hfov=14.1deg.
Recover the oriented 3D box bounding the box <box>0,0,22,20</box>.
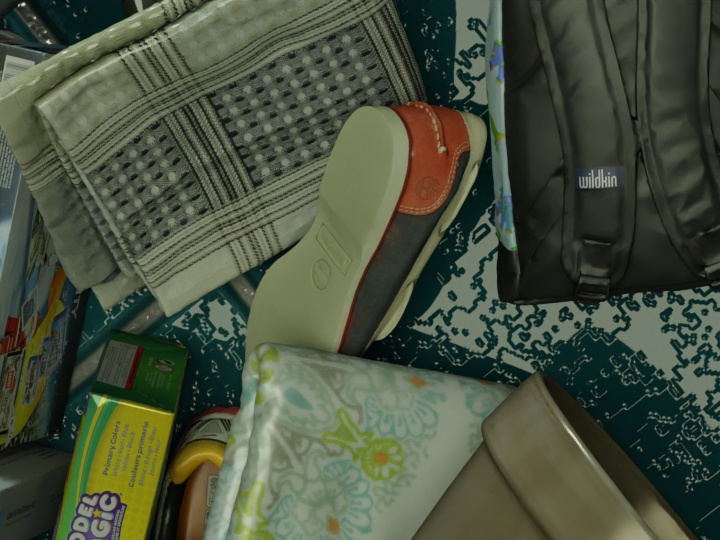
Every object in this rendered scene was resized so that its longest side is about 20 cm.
[{"bbox_3d":[-0.261,-0.153,1.431,0.200,0.107,0.148,-38,105,21],"label":"box"}]

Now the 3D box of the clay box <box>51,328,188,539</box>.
[{"bbox_3d":[-0.131,0.142,1.449,0.047,0.115,0.201,14,104,-3],"label":"clay box"}]

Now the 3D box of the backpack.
[{"bbox_3d":[0.130,-0.102,1.398,0.162,0.154,0.201,-9,114,12],"label":"backpack"}]

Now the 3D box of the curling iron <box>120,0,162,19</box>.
[{"bbox_3d":[-0.102,-0.132,1.481,0.049,0.025,0.201,-25,85,47],"label":"curling iron"}]

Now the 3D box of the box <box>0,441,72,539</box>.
[{"bbox_3d":[-0.255,0.089,1.458,0.199,0.156,0.041,16,95,9],"label":"box"}]

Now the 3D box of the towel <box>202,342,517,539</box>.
[{"bbox_3d":[0.004,0.145,1.429,0.170,0.048,0.201,10,96,-29],"label":"towel"}]

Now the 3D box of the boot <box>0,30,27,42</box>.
[{"bbox_3d":[-0.228,-0.033,1.422,0.072,0.200,0.183,28,98,6],"label":"boot"}]

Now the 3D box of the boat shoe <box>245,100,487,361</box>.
[{"bbox_3d":[0.000,0.000,1.439,0.071,0.062,0.201,53,132,36],"label":"boat shoe"}]

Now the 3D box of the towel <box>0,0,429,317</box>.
[{"bbox_3d":[-0.064,-0.064,1.390,0.199,0.193,0.035,-26,56,-2],"label":"towel"}]

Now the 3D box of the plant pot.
[{"bbox_3d":[0.082,0.176,1.360,0.173,0.200,0.200,-40,87,7],"label":"plant pot"}]

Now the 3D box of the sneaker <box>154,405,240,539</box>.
[{"bbox_3d":[-0.076,0.173,1.470,0.077,0.082,0.201,-4,94,10],"label":"sneaker"}]

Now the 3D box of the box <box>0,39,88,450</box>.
[{"bbox_3d":[-0.169,-0.012,1.445,0.037,0.137,0.201,13,95,12],"label":"box"}]
